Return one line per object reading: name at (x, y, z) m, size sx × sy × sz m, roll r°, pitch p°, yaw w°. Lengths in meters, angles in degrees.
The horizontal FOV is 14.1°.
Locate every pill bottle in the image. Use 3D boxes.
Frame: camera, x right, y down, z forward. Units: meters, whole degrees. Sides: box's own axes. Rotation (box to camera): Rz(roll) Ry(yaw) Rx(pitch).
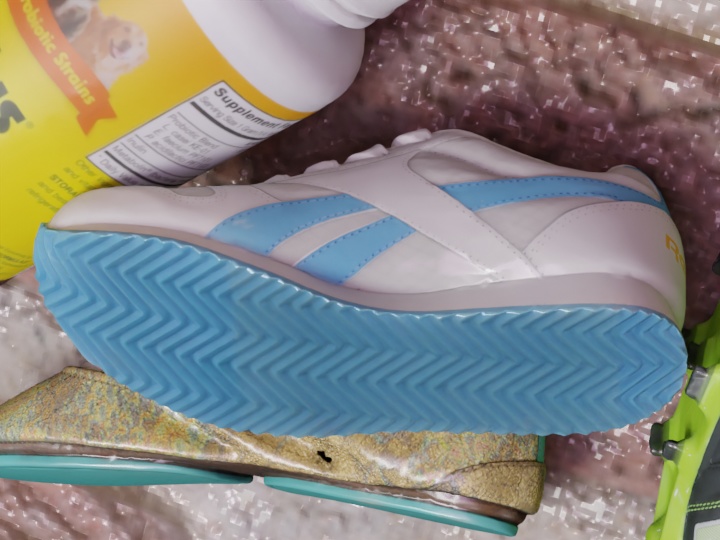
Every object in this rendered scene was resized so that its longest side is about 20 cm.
pill bottle at (-0.075, -0.078, 0.908) m, size 0.200 × 0.109 × 0.109 m, roll -28°, pitch 92°, yaw 22°

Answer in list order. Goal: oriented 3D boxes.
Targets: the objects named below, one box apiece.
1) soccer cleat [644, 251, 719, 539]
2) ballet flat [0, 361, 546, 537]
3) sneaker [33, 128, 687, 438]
soccer cleat at (0.128, 0.078, 0.906) m, size 0.081 × 0.068 × 0.200 m, roll 11°, pitch 108°, yaw -2°
ballet flat at (-0.034, 0.045, 0.953) m, size 0.200 × 0.071 × 0.071 m, roll 5°, pitch 104°, yaw 19°
sneaker at (0.000, 0.000, 0.896) m, size 0.200 × 0.081 × 0.077 m, roll 6°, pitch 135°, yaw 0°
